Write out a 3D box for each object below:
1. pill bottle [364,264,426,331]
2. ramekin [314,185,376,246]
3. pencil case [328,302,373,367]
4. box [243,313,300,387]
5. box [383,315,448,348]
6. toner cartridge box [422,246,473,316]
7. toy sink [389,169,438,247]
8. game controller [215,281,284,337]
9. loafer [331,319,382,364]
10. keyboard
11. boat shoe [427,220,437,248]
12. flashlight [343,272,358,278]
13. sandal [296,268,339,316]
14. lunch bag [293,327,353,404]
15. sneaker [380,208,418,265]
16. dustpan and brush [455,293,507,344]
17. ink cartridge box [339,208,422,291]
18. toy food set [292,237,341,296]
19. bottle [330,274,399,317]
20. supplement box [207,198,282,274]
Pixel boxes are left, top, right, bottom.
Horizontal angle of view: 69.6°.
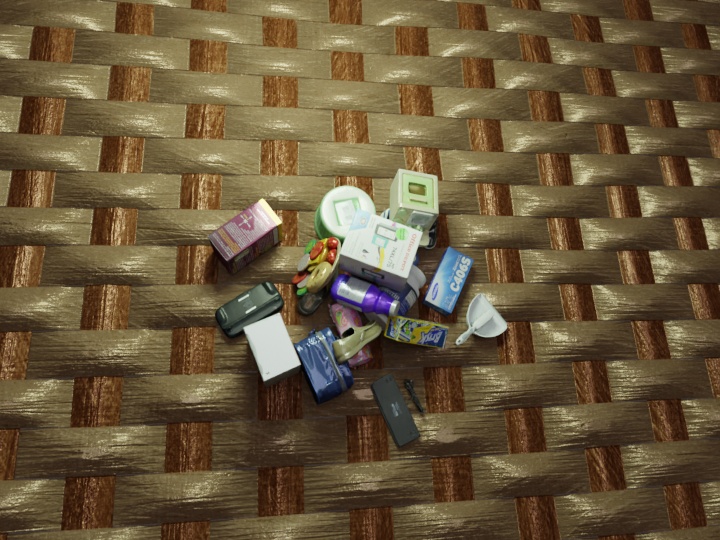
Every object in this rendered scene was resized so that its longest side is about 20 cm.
[{"bbox_3d":[0.107,0.078,1.574,0.115,0.116,0.200,39,70,4],"label":"pill bottle"},{"bbox_3d":[-0.044,-0.167,1.631,0.197,0.098,0.203,3,73,-9],"label":"ramekin"},{"bbox_3d":[-0.031,0.183,1.537,0.086,0.088,0.202,-16,76,-14],"label":"pencil case"},{"bbox_3d":[-0.242,0.224,1.427,0.105,0.200,0.154,-21,78,-15],"label":"box"},{"bbox_3d":[0.167,0.180,1.525,0.198,0.064,0.071,15,89,-37],"label":"box"},{"bbox_3d":[0.280,0.034,1.654,0.094,0.043,0.202,26,71,1],"label":"toner cartridge box"},{"bbox_3d":[0.163,-0.192,1.582,0.128,0.112,0.203,9,62,-10],"label":"toy sink"},{"bbox_3d":[-0.329,0.112,1.538,0.199,0.042,0.105,-31,66,-17],"label":"game controller"},{"bbox_3d":[-0.008,0.183,1.438,0.068,0.076,0.200,56,38,-2],"label":"loafer"},{"bbox_3d":[0.122,0.401,1.529,0.126,0.021,0.202,-23,79,-9],"label":"keyboard"},{"bbox_3d":[0.217,-0.174,1.694,0.073,0.066,0.202,1,73,-9],"label":"boat shoe"},{"bbox_3d":[0.000,0.000,1.610,0.068,0.068,0.200,30,64,29],"label":"flashlight"},{"bbox_3d":[-0.128,0.045,1.577,0.081,0.055,0.201,33,71,2],"label":"sandal"},{"bbox_3d":[-0.101,0.261,1.473,0.131,0.136,0.202,-23,77,-15],"label":"lunch bag"},{"bbox_3d":[0.123,-0.104,1.647,0.075,0.088,0.201,-30,81,-18],"label":"sneaker"},{"bbox_3d":[0.362,0.172,1.615,0.199,0.057,0.140,-36,82,-17],"label":"dustpan and brush"},{"bbox_3d":[0.056,-0.054,1.478,0.198,0.146,0.148,20,73,4],"label":"ink cartridge box"},{"bbox_3d":[-0.130,-0.014,1.532,0.048,0.197,0.202,33,65,-28],"label":"toy food set"},{"bbox_3d":[0.015,0.077,1.482,0.198,0.066,0.084,19,61,19],"label":"bottle"},{"bbox_3d":[-0.339,-0.099,1.547,0.199,0.131,0.103,-38,81,-18],"label":"supplement box"}]
